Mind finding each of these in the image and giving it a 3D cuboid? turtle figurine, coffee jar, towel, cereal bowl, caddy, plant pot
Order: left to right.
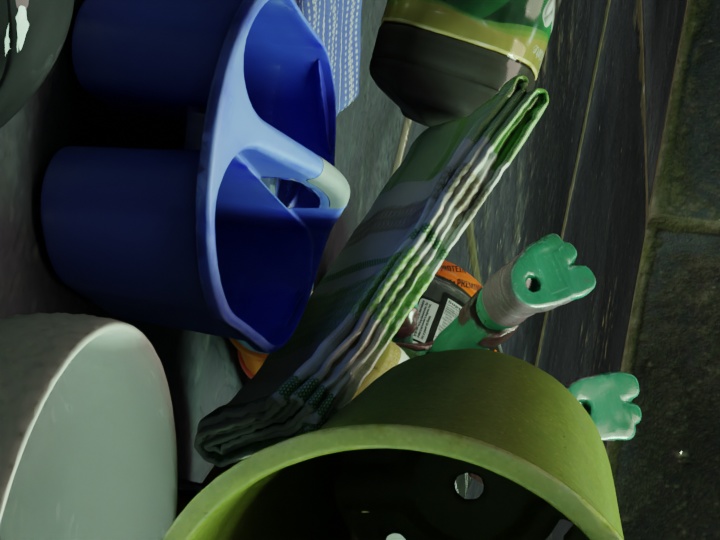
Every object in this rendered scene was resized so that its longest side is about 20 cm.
[{"bbox_3d":[-0.131,0.111,0.772,0.200,0.083,0.202,7,90,-77],"label":"cereal bowl"},{"bbox_3d":[-0.057,-0.043,0.962,0.200,0.104,0.142,46,53,-74],"label":"caddy"},{"bbox_3d":[-0.022,-0.139,1.254,0.200,0.024,0.146,-53,149,-66],"label":"towel"},{"bbox_3d":[0.000,0.000,1.055,0.200,0.031,0.149,-56,-167,-21],"label":"towel"},{"bbox_3d":[0.032,0.118,0.885,0.190,0.199,0.201,-58,153,-68],"label":"plant pot"},{"bbox_3d":[0.048,0.057,1.109,0.101,0.200,0.150,-42,100,-33],"label":"turtle figurine"},{"bbox_3d":[0.068,-0.168,1.147,0.104,0.085,0.201,45,62,-84],"label":"coffee jar"}]

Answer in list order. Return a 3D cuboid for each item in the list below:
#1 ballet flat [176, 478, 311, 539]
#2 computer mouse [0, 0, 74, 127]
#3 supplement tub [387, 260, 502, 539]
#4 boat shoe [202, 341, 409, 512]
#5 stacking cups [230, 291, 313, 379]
[{"bbox_3d":[-0.062,0.122,0.960,0.200,0.073,0.074,22,75,-52],"label":"ballet flat"},{"bbox_3d":[-0.127,-0.127,0.737,0.140,0.046,0.201,-49,144,-70],"label":"computer mouse"},{"bbox_3d":[0.015,0.083,1.321,0.200,0.122,0.123,-65,158,-54],"label":"supplement tub"},{"bbox_3d":[-0.022,0.102,1.078,0.200,0.069,0.071,-36,-160,51],"label":"boat shoe"},{"bbox_3d":[-0.051,0.017,1.155,0.200,0.060,0.061,83,19,-60],"label":"stacking cups"}]
